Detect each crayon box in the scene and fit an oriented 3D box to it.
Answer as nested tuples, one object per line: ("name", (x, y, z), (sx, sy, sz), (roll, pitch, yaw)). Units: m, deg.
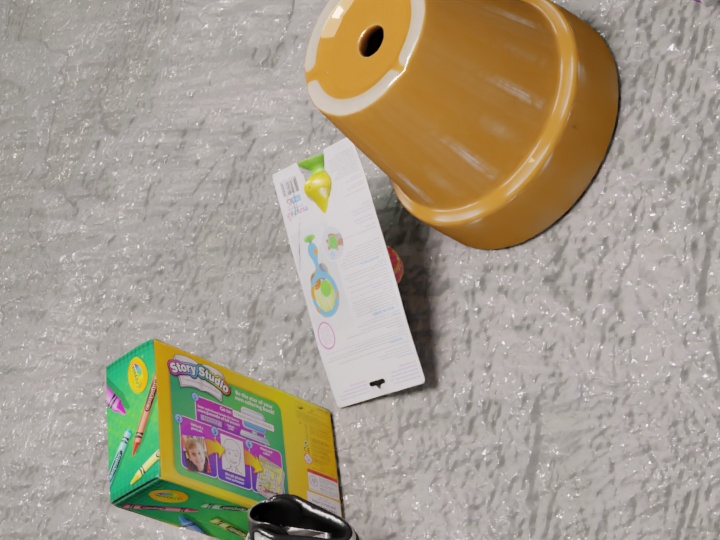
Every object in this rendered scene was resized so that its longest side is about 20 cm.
("crayon box", (-0.104, 0.143, 1.390), (0.058, 0.200, 0.119), (-31, 50, 32))

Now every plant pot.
("plant pot", (0.063, -0.140, 1.364), (0.200, 0.183, 0.201), (-23, 55, 39))

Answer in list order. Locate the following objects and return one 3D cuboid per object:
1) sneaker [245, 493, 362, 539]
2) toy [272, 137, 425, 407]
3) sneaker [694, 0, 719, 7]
("sneaker", (-0.077, 0.221, 1.360), (0.200, 0.116, 0.076), (-12, 27, 28))
("toy", (0.000, 0.000, 1.439), (0.115, 0.047, 0.201), (-21, 87, 51))
("sneaker", (0.275, -0.289, 1.310), (0.099, 0.075, 0.201), (-15, 64, 27))
